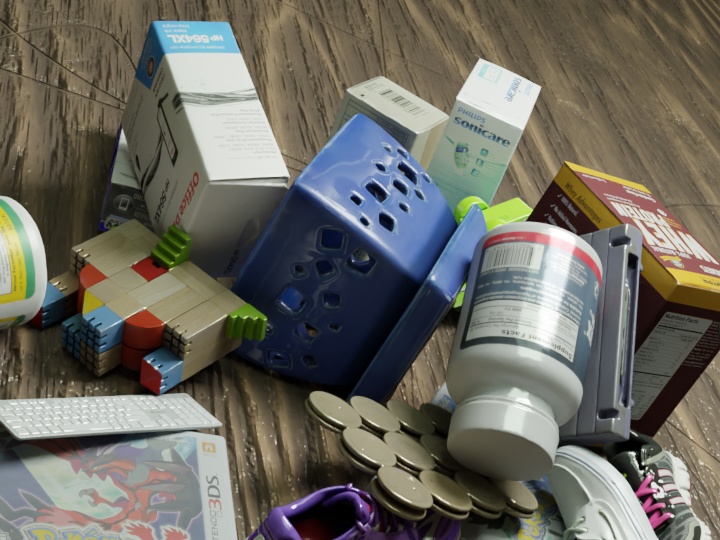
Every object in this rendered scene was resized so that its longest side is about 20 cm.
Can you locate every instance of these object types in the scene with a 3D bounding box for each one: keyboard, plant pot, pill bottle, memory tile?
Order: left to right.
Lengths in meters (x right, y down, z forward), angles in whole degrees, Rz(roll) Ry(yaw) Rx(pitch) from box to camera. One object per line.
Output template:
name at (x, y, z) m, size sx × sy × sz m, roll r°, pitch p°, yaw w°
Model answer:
pill bottle at (-0.364, 0.007, 1.026) m, size 0.199 × 0.113 × 0.113 m, roll -14°, pitch 47°, yaw -45°
keyboard at (-0.201, 0.116, 1.022) m, size 0.056 × 0.011 × 0.199 m, roll 25°, pitch 15°, yaw 41°
plant pot at (0.000, 0.000, 1.211) m, size 0.179 × 0.201 × 0.200 m, roll 33°, pitch 32°, yaw 2°
memory tile at (0.053, 0.157, 1.074) m, size 0.199 × 0.017 × 0.153 m, roll 13°, pitch 23°, yaw -48°
pill bottle at (0.137, 0.071, 1.099) m, size 0.119 × 0.120 × 0.201 m, roll 20°, pitch 58°, yaw -6°

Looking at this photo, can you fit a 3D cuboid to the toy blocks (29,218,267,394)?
toy blocks at (-0.201, 0.036, 1.122) m, size 0.199 × 0.100 × 0.136 m, roll 34°, pitch 43°, yaw 25°

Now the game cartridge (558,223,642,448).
game cartridge at (0.198, 0.064, 1.183) m, size 0.038 × 0.129 × 0.202 m, roll 23°, pitch 64°, yaw -32°

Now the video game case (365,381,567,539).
video game case at (0.120, 0.194, 1.155) m, size 0.181 × 0.022 × 0.200 m, roll 30°, pitch 31°, yaw 10°

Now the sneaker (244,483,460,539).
sneaker at (0.005, 0.204, 0.997) m, size 0.199 × 0.084 × 0.081 m, roll -4°, pitch 47°, yaw -38°

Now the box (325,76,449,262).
box at (0.006, -0.089, 1.337) m, size 0.095 × 0.201 × 0.078 m, roll 34°, pitch 32°, yaw 16°

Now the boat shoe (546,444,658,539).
boat shoe at (0.204, 0.226, 1.071) m, size 0.066 × 0.074 × 0.200 m, roll -11°, pitch 41°, yaw -26°

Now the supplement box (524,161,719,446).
supplement box at (0.245, 0.037, 1.287) m, size 0.132 × 0.201 × 0.198 m, roll 11°, pitch 32°, yaw -40°

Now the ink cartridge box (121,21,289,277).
ink cartridge box at (-0.151, -0.113, 1.207) m, size 0.084 × 0.146 × 0.201 m, roll -3°, pitch 53°, yaw -28°

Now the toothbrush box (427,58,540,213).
toothbrush box at (0.123, -0.120, 1.466) m, size 0.085 × 0.201 × 0.147 m, roll 25°, pitch 31°, yaw 3°

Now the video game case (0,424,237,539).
video game case at (-0.190, 0.179, 0.966) m, size 0.198 × 0.023 × 0.183 m, roll 11°, pitch 33°, yaw -20°

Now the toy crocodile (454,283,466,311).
toy crocodile at (0.155, 0.017, 1.420) m, size 0.067 × 0.062 × 0.199 m, roll 1°, pitch 12°, yaw 44°

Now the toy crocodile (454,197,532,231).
toy crocodile at (0.102, -0.024, 1.357) m, size 0.199 × 0.062 × 0.067 m, roll -25°, pitch 39°, yaw -21°

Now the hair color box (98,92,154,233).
hair color box at (-0.209, -0.105, 1.352) m, size 0.108 × 0.065 × 0.201 m, roll 16°, pitch 30°, yaw -14°

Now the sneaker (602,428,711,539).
sneaker at (0.256, 0.210, 1.153) m, size 0.087 × 0.074 × 0.200 m, roll 40°, pitch 23°, yaw -12°
